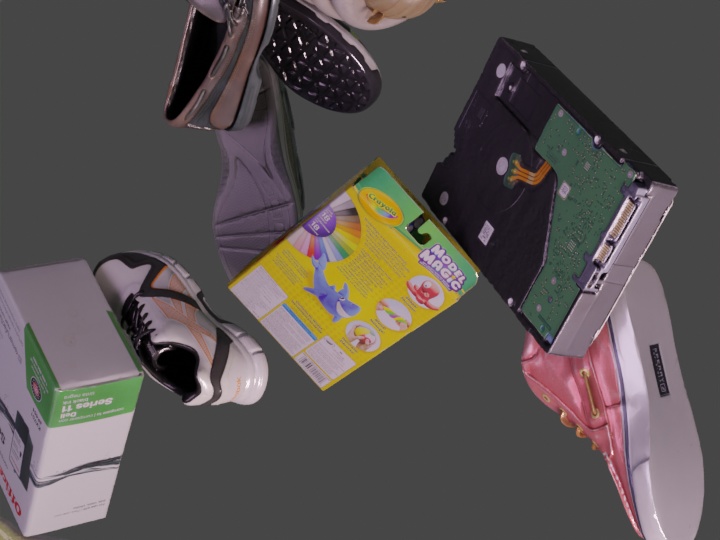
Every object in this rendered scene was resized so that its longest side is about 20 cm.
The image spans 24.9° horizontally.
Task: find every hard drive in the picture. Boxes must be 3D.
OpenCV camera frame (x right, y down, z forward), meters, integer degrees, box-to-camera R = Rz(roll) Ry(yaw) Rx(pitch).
[{"bbox_3d":[0.124,-0.053,1.115,0.140,0.038,0.200,-65,36,24],"label":"hard drive"}]

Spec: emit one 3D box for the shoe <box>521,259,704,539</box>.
[{"bbox_3d":[0.172,0.097,1.122,0.091,0.071,0.200,-15,81,40],"label":"shoe"}]

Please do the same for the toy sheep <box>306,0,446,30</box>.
[{"bbox_3d":[-0.005,-0.250,1.179,0.138,0.138,0.200,-57,48,28],"label":"toy sheep"}]

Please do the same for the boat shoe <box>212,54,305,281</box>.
[{"bbox_3d":[-0.079,-0.077,1.308,0.074,0.065,0.202,-4,99,20],"label":"boat shoe"}]

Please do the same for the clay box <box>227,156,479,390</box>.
[{"bbox_3d":[0.000,0.000,1.216,0.115,0.048,0.200,48,133,-7],"label":"clay box"}]

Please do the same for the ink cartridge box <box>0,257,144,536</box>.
[{"bbox_3d":[-0.267,0.112,1.417,0.147,0.083,0.200,55,142,35],"label":"ink cartridge box"}]

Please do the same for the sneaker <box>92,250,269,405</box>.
[{"bbox_3d":[-0.167,0.046,1.377,0.200,0.080,0.074,35,118,32],"label":"sneaker"}]

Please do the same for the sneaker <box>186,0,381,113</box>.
[{"bbox_3d":[-0.054,-0.208,1.259,0.200,0.083,0.072,40,135,-1],"label":"sneaker"}]

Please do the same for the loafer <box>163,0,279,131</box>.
[{"bbox_3d":[-0.102,-0.183,1.188,0.072,0.063,0.200,54,144,40],"label":"loafer"}]
